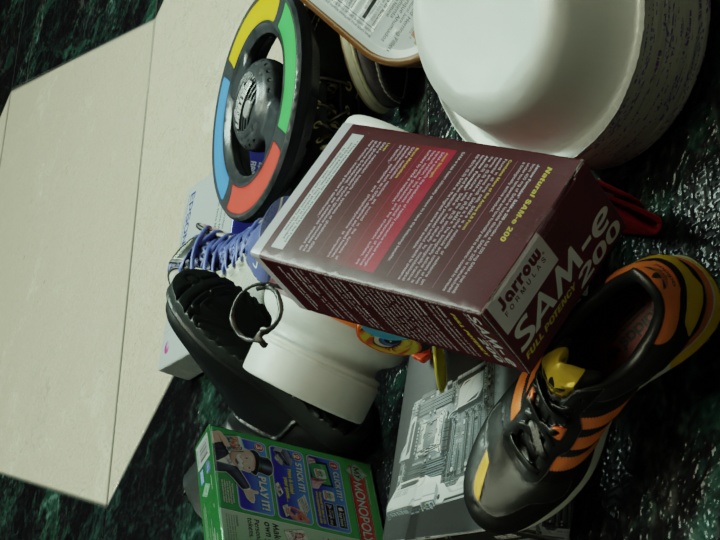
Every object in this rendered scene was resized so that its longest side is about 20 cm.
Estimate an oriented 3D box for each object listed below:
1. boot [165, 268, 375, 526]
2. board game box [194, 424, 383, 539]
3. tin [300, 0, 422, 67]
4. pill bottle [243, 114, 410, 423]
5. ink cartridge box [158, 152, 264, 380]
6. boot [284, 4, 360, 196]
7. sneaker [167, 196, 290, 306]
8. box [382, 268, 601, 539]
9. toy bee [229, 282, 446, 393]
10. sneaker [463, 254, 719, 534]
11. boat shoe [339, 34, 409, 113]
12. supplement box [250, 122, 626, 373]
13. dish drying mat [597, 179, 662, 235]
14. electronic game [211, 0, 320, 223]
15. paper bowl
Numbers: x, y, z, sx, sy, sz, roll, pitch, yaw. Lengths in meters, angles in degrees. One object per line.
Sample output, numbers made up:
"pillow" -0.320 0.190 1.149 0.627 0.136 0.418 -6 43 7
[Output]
"boot" -0.102 0.118 1.381 0.168 0.200 0.076 -54 -7 33
"board game box" -0.042 0.201 1.236 0.029 0.135 0.200 -57 28 32
"tin" 0.002 -0.241 1.393 0.200 0.042 0.112 41 119 15
"pill bottle" 0.000 0.000 1.270 0.200 0.114 0.114 -65 24 -2
"ink cartridge box" -0.127 -0.012 1.682 0.200 0.043 0.196 -31 46 59
"boot" -0.020 -0.123 1.476 0.154 0.073 0.204 -126 48 -62
"sneaker" -0.101 0.000 1.441 0.081 0.115 0.199 -62 -5 -26
"box" 0.084 0.079 1.142 0.158 0.050 0.200 -22 55 60
"toy bee" 0.035 0.013 1.134 0.200 0.109 0.131 4 68 40
"sneaker" 0.112 0.067 0.985 0.070 0.090 0.200 48 109 25
"boat shoe" 0.025 -0.229 1.458 0.065 0.072 0.200 -11 69 28
"supplement box" 0.041 -0.018 1.018 0.200 0.061 0.109 15 63 48
"dish drying mat" 0.111 -0.046 1.136 0.200 0.077 0.018 8 77 66
"electronic game" -0.084 -0.139 1.487 0.200 0.042 0.200 -171 90 -66
"paper bowl" 0.111 -0.161 1.100 0.201 0.104 0.201 8 100 51
